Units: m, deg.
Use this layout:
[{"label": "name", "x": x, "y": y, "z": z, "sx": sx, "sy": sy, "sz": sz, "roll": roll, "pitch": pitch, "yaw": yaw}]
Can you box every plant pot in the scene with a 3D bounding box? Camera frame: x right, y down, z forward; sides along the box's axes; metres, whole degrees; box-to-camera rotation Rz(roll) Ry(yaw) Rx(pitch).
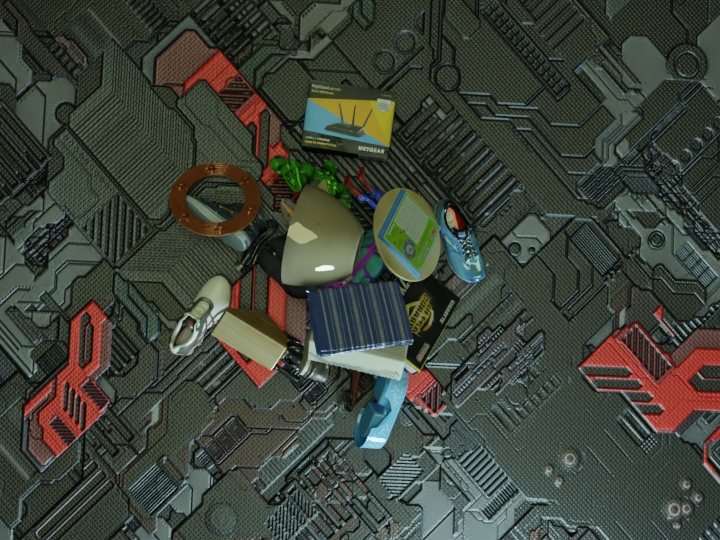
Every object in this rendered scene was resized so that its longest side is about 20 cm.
[{"label": "plant pot", "x": -0.067, "y": -0.056, "z": 1.509, "sx": 0.131, "sy": 0.200, "sz": 0.205, "roll": 14, "pitch": 87, "yaw": 4}]

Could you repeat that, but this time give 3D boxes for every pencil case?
[{"label": "pencil case", "x": 0.000, "y": 0.000, "z": 1.611, "sx": 0.084, "sy": 0.093, "sz": 0.201, "roll": 32, "pitch": 55, "yaw": 8}]

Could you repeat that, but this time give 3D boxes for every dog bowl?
[{"label": "dog bowl", "x": 0.047, "y": 0.292, "z": 1.629, "sx": 0.049, "sy": 0.111, "sz": 0.204, "roll": 20, "pitch": 96, "yaw": -15}]

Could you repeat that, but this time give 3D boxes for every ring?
[{"label": "ring", "x": -0.313, "y": -0.159, "z": 1.630, "sx": 0.195, "sy": 0.019, "sz": 0.204, "roll": 4, "pitch": 56, "yaw": -6}]

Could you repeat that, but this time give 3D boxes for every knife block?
[{"label": "knife block", "x": -0.197, "y": 0.163, "z": 1.597, "sx": 0.175, "sy": 0.199, "sz": 0.065, "roll": 44, "pitch": 104, "yaw": 28}]

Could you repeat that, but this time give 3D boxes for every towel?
[{"label": "towel", "x": -0.002, "y": 0.095, "z": 1.496, "sx": 0.195, "sy": 0.024, "sz": 0.147, "roll": -6, "pitch": 59, "yaw": -14}]

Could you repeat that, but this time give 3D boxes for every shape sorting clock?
[{"label": "shape sorting clock", "x": 0.100, "y": -0.077, "z": 1.621, "sx": 0.197, "sy": 0.039, "sz": 0.205, "roll": 13, "pitch": 68, "yaw": -35}]

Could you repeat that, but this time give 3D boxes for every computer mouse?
[{"label": "computer mouse", "x": -0.174, "y": -0.016, "z": 1.633, "sx": 0.199, "sy": 0.053, "sz": 0.139, "roll": 36, "pitch": 84, "yaw": 20}]

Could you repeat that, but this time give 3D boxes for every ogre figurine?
[{"label": "ogre figurine", "x": -0.095, "y": -0.189, "z": 1.632, "sx": 0.195, "sy": 0.120, "sz": 0.101, "roll": 11, "pitch": 102, "yaw": 15}]

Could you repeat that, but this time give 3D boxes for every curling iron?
[{"label": "curling iron", "x": -0.011, "y": 0.219, "z": 1.657, "sx": 0.025, "sy": 0.049, "sz": 0.205, "roll": 18, "pitch": 96, "yaw": 31}]

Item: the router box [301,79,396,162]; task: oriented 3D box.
[{"label": "router box", "x": -0.026, "y": -0.331, "z": 1.681, "sx": 0.195, "sy": 0.051, "sz": 0.153, "roll": 7, "pitch": 86, "yaw": -1}]

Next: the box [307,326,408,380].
[{"label": "box", "x": -0.004, "y": 0.150, "z": 1.518, "sx": 0.195, "sy": 0.069, "sz": 0.083, "roll": 13, "pitch": 49, "yaw": 4}]

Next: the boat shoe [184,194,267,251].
[{"label": "boat shoe", "x": -0.302, "y": -0.123, "z": 1.663, "sx": 0.198, "sy": 0.072, "sz": 0.091, "roll": 32, "pitch": 54, "yaw": 15}]

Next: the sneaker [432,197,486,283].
[{"label": "sneaker", "x": 0.218, "y": -0.065, "z": 1.661, "sx": 0.077, "sy": 0.090, "sz": 0.203, "roll": -26, "pitch": 89, "yaw": -3}]

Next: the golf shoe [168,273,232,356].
[{"label": "golf shoe", "x": -0.345, "y": 0.098, "z": 1.638, "sx": 0.076, "sy": 0.088, "sz": 0.202, "roll": 32, "pitch": 86, "yaw": 1}]

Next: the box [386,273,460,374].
[{"label": "box", "x": 0.107, "y": 0.095, "z": 1.629, "sx": 0.159, "sy": 0.049, "sz": 0.201, "roll": 38, "pitch": 63, "yaw": -5}]

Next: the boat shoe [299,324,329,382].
[{"label": "boat shoe", "x": -0.086, "y": 0.161, "z": 1.610, "sx": 0.056, "sy": 0.202, "sz": 0.067, "roll": 29, "pitch": 124, "yaw": -13}]

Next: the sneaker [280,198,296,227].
[{"label": "sneaker", "x": -0.092, "y": -0.098, "z": 1.666, "sx": 0.199, "sy": 0.078, "sz": 0.078, "roll": 38, "pitch": 74, "yaw": -4}]

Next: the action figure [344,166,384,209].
[{"label": "action figure", "x": 0.051, "y": -0.161, "z": 1.659, "sx": 0.064, "sy": 0.100, "sz": 0.200, "roll": -20, "pitch": 129, "yaw": 33}]

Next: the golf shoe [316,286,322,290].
[{"label": "golf shoe", "x": -0.014, "y": 0.057, "z": 1.668, "sx": 0.196, "sy": 0.078, "sz": 0.099, "roll": 24, "pitch": 70, "yaw": -7}]
